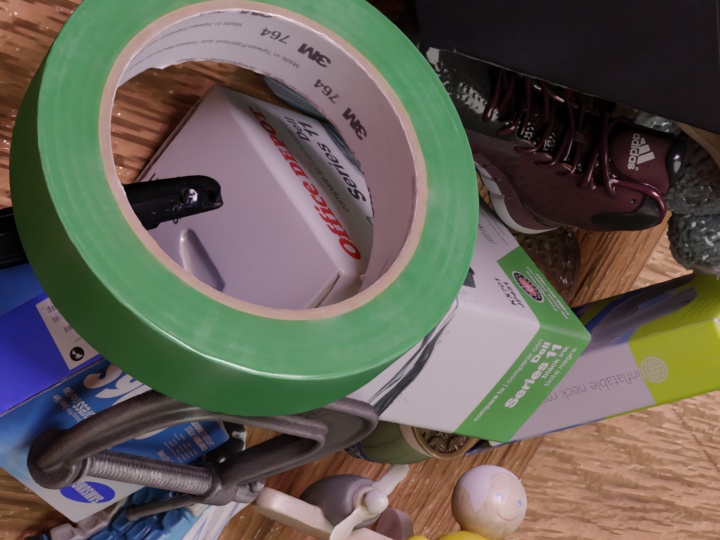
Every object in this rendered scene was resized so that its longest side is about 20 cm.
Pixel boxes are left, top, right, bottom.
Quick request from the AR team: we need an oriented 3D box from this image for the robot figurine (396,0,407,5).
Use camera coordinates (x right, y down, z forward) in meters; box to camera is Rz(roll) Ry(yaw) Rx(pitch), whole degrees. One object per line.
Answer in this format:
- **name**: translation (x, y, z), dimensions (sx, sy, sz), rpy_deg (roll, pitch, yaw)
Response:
- **robot figurine**: translation (0.036, -0.225, 0.935), dimensions (0.145, 0.058, 0.200), rpy_deg (-38, 140, -17)

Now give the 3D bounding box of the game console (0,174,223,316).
- **game console**: translation (-0.175, 0.034, 0.887), dimensions (0.200, 0.176, 0.117), rpy_deg (-16, 98, -36)

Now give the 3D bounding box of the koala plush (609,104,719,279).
- **koala plush**: translation (0.226, -0.106, 1.103), dimensions (0.200, 0.184, 0.178), rpy_deg (-44, 140, -14)

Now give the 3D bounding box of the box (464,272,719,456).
- **box**: translation (0.158, 0.049, 1.168), dimensions (0.122, 0.200, 0.048), rpy_deg (-35, 103, -51)

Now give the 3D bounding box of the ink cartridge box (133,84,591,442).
- **ink cartridge box**: translation (0.000, 0.000, 0.990), dimensions (0.200, 0.147, 0.083), rpy_deg (14, 122, -47)

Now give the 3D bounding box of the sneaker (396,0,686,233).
- **sneaker**: translation (0.102, -0.077, 0.981), dimensions (0.200, 0.115, 0.076), rpy_deg (41, 64, -53)

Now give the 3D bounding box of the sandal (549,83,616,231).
- **sandal**: translation (0.119, -0.122, 1.095), dimensions (0.080, 0.054, 0.201), rpy_deg (-47, 141, -59)

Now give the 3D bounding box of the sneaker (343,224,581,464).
- **sneaker**: translation (0.051, 0.040, 1.150), dimensions (0.067, 0.090, 0.200), rpy_deg (53, 48, -18)

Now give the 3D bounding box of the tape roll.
- **tape roll**: translation (-0.047, -0.040, 0.836), dimensions (0.200, 0.201, 0.048), rpy_deg (-21, 167, -32)

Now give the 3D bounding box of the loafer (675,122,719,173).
- **loafer**: translation (0.210, -0.075, 0.975), dimensions (0.076, 0.068, 0.200), rpy_deg (-58, 142, -12)

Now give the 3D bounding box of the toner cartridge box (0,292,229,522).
- **toner cartridge box**: translation (-0.128, 0.063, 0.934), dimensions (0.095, 0.043, 0.200), rpy_deg (-28, 161, -2)

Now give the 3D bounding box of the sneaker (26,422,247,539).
- **sneaker**: translation (-0.129, 0.165, 1.066), dimensions (0.200, 0.075, 0.087), rpy_deg (-41, 146, -12)

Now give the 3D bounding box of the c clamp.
- **c clamp**: translation (-0.082, 0.089, 0.916), dimensions (0.170, 0.027, 0.200), rpy_deg (-18, 161, 19)

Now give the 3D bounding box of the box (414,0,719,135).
- **box**: translation (0.150, -0.177, 0.869), dimensions (0.200, 0.198, 0.123), rpy_deg (-50, 144, -30)

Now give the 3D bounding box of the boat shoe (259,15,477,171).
- **boat shoe**: translation (0.020, -0.101, 1.020), dimensions (0.200, 0.072, 0.062), rpy_deg (18, 85, -55)

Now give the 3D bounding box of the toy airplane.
- **toy airplane**: translation (0.051, 0.177, 1.161), dimensions (0.141, 0.199, 0.200), rpy_deg (-63, 158, 4)
